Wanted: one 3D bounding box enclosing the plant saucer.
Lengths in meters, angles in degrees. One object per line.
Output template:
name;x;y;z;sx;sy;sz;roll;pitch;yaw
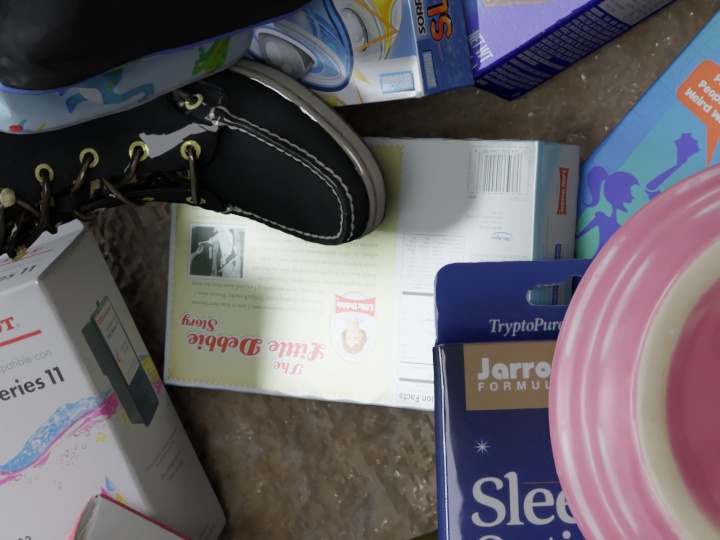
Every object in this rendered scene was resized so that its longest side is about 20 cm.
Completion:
plant saucer;0.174;0.052;0.879;0.200;0.051;0.202;0;87;-4

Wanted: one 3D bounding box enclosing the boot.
boot;-0.107;-0.034;0.954;0.203;0.154;0.074;28;138;25

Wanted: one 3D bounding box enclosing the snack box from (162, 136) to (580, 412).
snack box;0.000;0.000;1.005;0.199;0.037;0.117;4;91;36

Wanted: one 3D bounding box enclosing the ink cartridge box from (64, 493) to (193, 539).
ink cartridge box;-0.105;0.221;1.002;0.146;0.083;0.200;28;110;-10

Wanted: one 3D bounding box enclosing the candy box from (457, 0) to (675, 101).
candy box;0.097;-0.196;0.974;0.200;0.077;0.170;-32;79;17

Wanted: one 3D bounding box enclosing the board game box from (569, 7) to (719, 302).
board game box;0.182;-0.030;0.959;0.152;0.045;0.200;44;103;15

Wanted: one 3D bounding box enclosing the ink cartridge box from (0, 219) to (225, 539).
ink cartridge box;-0.156;0.058;1.034;0.117;0.067;0.201;-18;107;21

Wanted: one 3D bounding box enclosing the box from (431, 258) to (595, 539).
box;0.090;0.094;0.912;0.121;0.032;0.201;-2;85;-4

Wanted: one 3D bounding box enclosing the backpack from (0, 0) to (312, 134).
backpack;-0.129;-0.160;0.919;0.200;0.183;0.147;45;138;24

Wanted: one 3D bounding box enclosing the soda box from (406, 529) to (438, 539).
soda box;0.114;0.148;0.974;0.199;0.064;0.068;-1;90;20

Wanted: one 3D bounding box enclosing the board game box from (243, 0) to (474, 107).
board game box;-0.045;-0.136;0.998;0.199;0.034;0.136;-3;99;44
